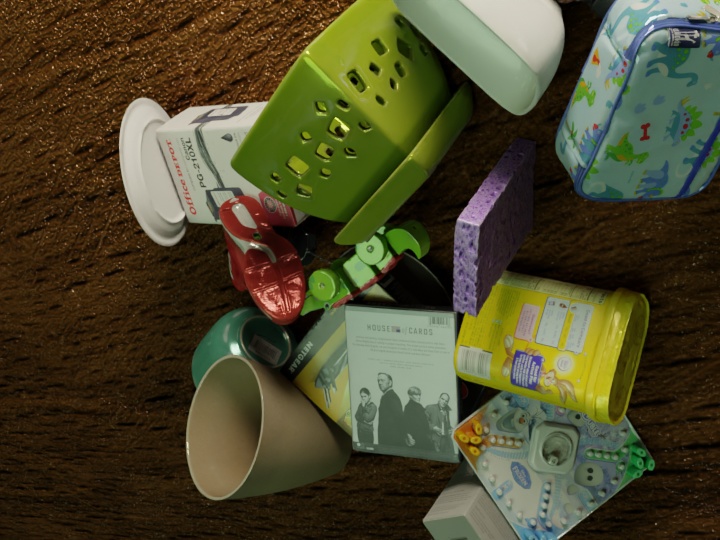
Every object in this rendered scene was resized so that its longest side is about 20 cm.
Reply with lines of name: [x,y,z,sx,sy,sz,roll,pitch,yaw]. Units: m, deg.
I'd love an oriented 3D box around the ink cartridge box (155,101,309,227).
ink cartridge box: [-0.162,-0.142,1.238,0.197,0.084,0.147,4,123,34]

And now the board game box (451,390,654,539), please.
board game box: [0.243,0.223,1.140,0.202,0.199,0.026,55,176,-10]

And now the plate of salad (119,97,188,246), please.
plate of salad: [-0.286,-0.133,1.259,0.047,0.201,0.203,-8,118,16]

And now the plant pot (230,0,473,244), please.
plant pot: [0.002,-0.161,1.030,0.181,0.200,0.200,41,136,-5]

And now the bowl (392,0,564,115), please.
bowl: [0.120,-0.254,0.907,0.199,0.075,0.200,43,180,3]

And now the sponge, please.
sponge: [0.148,-0.051,0.992,0.029,0.200,0.114,13,126,23]

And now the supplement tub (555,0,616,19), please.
supplement tub: [0.177,-0.322,0.841,0.200,0.107,0.107,43,136,2]

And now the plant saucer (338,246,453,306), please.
plant saucer: [0.049,0.045,1.255,0.197,0.032,0.203,20,131,24]

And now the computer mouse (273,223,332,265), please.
computer mouse: [-0.053,-0.023,1.247,0.197,0.034,0.060,28,112,17]

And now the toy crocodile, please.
toy crocodile: [0.000,0.000,1.113,0.199,0.067,0.062,-37,86,26]

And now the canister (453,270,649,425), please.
canister: [0.220,0.081,1.076,0.197,0.151,0.086,12,168,33]

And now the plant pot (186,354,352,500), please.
plant pot: [-0.112,0.230,1.280,0.198,0.191,0.186,17,153,-39]

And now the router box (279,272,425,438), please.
router box: [0.008,0.109,1.209,0.157,0.052,0.201,40,116,6]

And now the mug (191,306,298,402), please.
mug: [-0.154,0.132,1.401,0.114,0.183,0.154,-46,63,44]

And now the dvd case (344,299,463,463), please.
dvd case: [0.055,0.140,1.157,0.147,0.025,0.205,4,108,20]

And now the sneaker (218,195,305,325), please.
sneaker: [-0.121,0.008,1.182,0.117,0.077,0.202,91,158,-53]

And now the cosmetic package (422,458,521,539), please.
cosmetic package: [0.182,0.296,1.214,0.084,0.200,0.109,-25,103,46]

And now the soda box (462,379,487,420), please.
soda box: [0.135,0.162,1.245,0.063,0.071,0.202,32,134,14]

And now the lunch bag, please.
lunch bag: [0.283,-0.159,0.853,0.157,0.083,0.202,-1,135,-17]
